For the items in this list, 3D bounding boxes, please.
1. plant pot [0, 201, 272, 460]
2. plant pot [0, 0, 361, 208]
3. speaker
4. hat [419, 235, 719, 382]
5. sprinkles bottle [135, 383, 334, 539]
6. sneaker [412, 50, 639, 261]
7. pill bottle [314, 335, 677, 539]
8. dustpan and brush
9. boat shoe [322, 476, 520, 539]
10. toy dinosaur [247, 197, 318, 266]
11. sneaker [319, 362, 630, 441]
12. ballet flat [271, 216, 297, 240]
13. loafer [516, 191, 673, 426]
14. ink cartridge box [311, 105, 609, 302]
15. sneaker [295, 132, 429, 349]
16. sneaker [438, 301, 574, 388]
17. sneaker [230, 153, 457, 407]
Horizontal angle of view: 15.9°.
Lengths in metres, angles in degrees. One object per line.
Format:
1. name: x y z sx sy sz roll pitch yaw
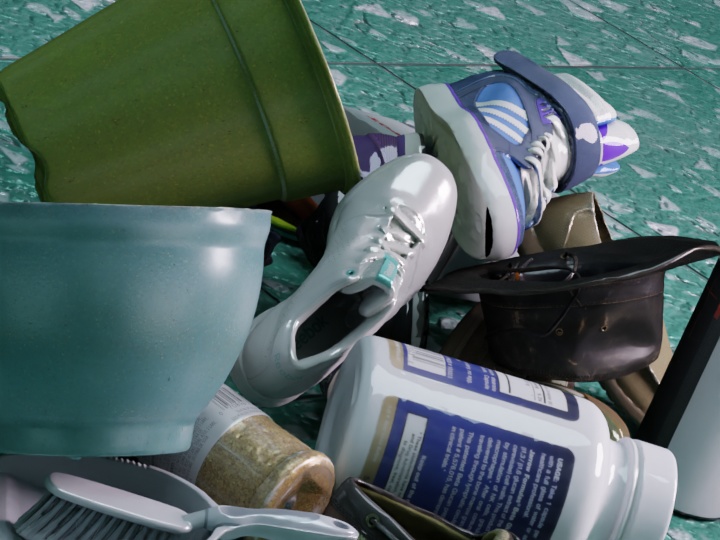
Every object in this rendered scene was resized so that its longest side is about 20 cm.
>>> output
1. plant pot: -0.149 0.032 1.390 0.200 0.134 0.200 2 0 0
2. plant pot: -0.125 -0.104 1.646 0.190 0.200 0.200 -23 32 -7
3. speaker: 0.247 0.059 1.693 0.081 0.200 0.081 20 21 -8
4. hat: 0.140 0.030 1.647 0.200 0.081 0.201 -8 4 1
5. sprinkles bottle: -0.107 0.085 1.483 0.200 0.068 0.068 33 24 29
6. sneaker: 0.125 -0.078 1.732 0.146 0.081 0.200 -6 29 -11
7. pill bottle: 0.079 0.117 1.518 0.200 0.111 0.111 17 21 -9
8. dustpan and brush: -0.102 0.136 1.369 0.200 0.057 0.140 16 20 -14
9. boat shoe: 0.068 0.175 1.430 0.200 0.065 0.073 21 19 -3
10. toy dinosaur: -0.090 -0.098 1.788 0.200 0.182 0.105 -2 28 -3
11. sneaker: 0.066 0.095 1.610 0.200 0.067 0.090 17 9 10
12. ballet flat: -0.106 -0.091 1.920 0.200 0.067 0.067 29 21 19
13. loafer: 0.180 0.030 1.780 0.200 0.067 0.076 53 19 -12
14. ink cartridge box: 0.067 -0.041 1.888 0.147 0.083 0.200 35 13 32
15. sneaker: 0.000 0.000 1.729 0.087 0.076 0.200 1 60 -3
16. sneaker: 0.108 0.060 1.748 0.076 0.070 0.200 33 24 15
17. sneaker: 0.006 0.003 1.568 0.075 0.200 0.088 43 -26 -10
